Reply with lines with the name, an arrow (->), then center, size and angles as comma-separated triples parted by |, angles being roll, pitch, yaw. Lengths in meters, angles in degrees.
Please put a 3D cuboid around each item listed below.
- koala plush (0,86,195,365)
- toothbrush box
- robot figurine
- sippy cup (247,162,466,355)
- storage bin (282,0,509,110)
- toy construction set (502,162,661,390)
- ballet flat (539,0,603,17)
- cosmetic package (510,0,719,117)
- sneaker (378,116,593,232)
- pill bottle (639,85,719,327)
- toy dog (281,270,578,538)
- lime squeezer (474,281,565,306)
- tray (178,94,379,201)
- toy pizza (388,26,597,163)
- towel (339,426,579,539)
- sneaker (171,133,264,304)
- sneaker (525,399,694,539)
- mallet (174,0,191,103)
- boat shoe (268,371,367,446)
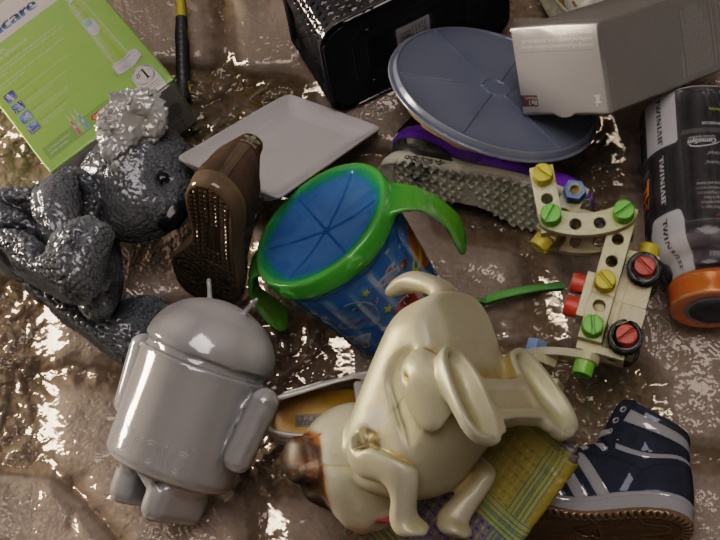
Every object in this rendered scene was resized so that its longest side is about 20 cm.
koala plush -> -0.226, -0.057, 1.356 | 0.183, 0.178, 0.200 | 29, 72, 30
toothbrush box -> -0.276, -0.183, 1.464 | 0.145, 0.086, 0.200 | -39, 65, -6
robot figurine -> -0.140, 0.109, 1.265 | 0.169, 0.113, 0.201 | 19, 89, 33
sippy cup -> 0.000, 0.000, 1.306 | 0.177, 0.130, 0.140 | 10, 59, 48
storage bin -> 0.035, -0.258, 1.448 | 0.199, 0.135, 0.094 | -28, 63, -9
toy construction set -> 0.182, 0.017, 1.283 | 0.130, 0.092, 0.201 | 15, 86, 11
ballet flat -> 0.202, -0.285, 1.487 | 0.067, 0.062, 0.200 | -34, 64, -11
cosmetic package -> 0.240, -0.200, 1.360 | 0.199, 0.091, 0.106 | -20, 17, -41
sneaker -> 0.124, -0.105, 1.397 | 0.199, 0.070, 0.100 | 15, 58, 12
pill bottle -> 0.301, -0.053, 1.328 | 0.106, 0.106, 0.201 | 0, 61, 6
toy dog -> 0.028, 0.120, 1.162 | 0.200, 0.139, 0.194 | -45, 69, 29
lime squeezer -> 0.090, 0.053, 1.334 | 0.200, 0.038, 0.071 | -42, 66, -16
tray -> -0.072, -0.110, 1.395 | 0.107, 0.022, 0.200 | 21, 31, 20
toy pizza -> 0.119, -0.155, 1.383 | 0.199, 0.032, 0.201 | 11, 40, -10
towel -> 0.078, 0.182, 1.215 | 0.144, 0.023, 0.201 | 40, 104, 35
sneaker -> -0.110, -0.038, 1.294 | 0.070, 0.200, 0.076 | 32, 60, 6
sneaker -> 0.177, 0.164, 1.249 | 0.199, 0.070, 0.109 | 2, 52, 17
mallet -> -0.182, -0.264, 1.516 | 0.041, 0.066, 0.201 | -6, 62, 5
boat shoe -> 0.013, 0.116, 1.275 | 0.199, 0.070, 0.071 | -4, 79, 10
